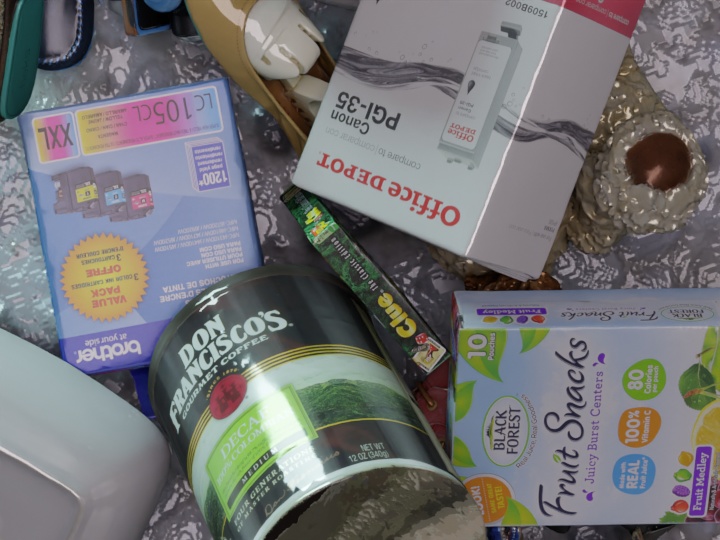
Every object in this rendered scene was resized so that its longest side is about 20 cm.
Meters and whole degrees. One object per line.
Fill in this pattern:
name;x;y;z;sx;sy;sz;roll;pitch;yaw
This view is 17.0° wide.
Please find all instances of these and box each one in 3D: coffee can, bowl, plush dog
coffee can;-0.028;0.112;1.415;0.146;0.200;0.147;-12;127;-16
bowl;-0.237;0.145;1.478;0.200;0.075;0.200;30;111;-3
plush dog;0.113;-0.061;1.506;0.171;0.161;0.200;-29;63;2

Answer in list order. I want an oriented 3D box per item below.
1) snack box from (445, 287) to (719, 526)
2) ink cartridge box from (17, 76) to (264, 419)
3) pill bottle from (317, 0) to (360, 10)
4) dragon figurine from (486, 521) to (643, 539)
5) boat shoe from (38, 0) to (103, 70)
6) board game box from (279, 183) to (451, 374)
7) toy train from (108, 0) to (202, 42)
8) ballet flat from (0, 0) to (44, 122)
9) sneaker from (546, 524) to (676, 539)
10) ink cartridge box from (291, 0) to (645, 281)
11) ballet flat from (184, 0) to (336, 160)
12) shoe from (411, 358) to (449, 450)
snack box;0.153;0.083;1.455;0.199;0.053;0.143;0;118;-3
ink cartridge box;-0.131;-0.010;1.519;0.136;0.076;0.201;-11;92;-4
pill bottle;0.009;-0.268;1.509;0.113;0.113;0.201;13;89;-3
dragon figurine;0.140;0.221;1.528;0.099;0.059;0.200;-12;122;18
boat shoe;-0.219;-0.223;1.516;0.084;0.069;0.201;-19;91;-3
board game box;0.000;0.000;1.456;0.023;0.200;0.105;-44;101;1
toy train;-0.129;-0.242;1.496;0.087;0.114;0.201;-19;109;-39
ballet flat;-0.215;-0.186;1.462;0.075;0.068;0.201;29;116;12
sneaker;0.199;0.130;1.545;0.199;0.066;0.091;-4;96;-2
ink cartridge box;0.066;-0.112;1.424;0.146;0.083;0.201;24;95;36
ballet flat;-0.035;-0.122;1.485;0.069;0.063;0.200;-55;130;-20
shoe;0.041;0.097;1.529;0.091;0.071;0.201;13;92;-6
